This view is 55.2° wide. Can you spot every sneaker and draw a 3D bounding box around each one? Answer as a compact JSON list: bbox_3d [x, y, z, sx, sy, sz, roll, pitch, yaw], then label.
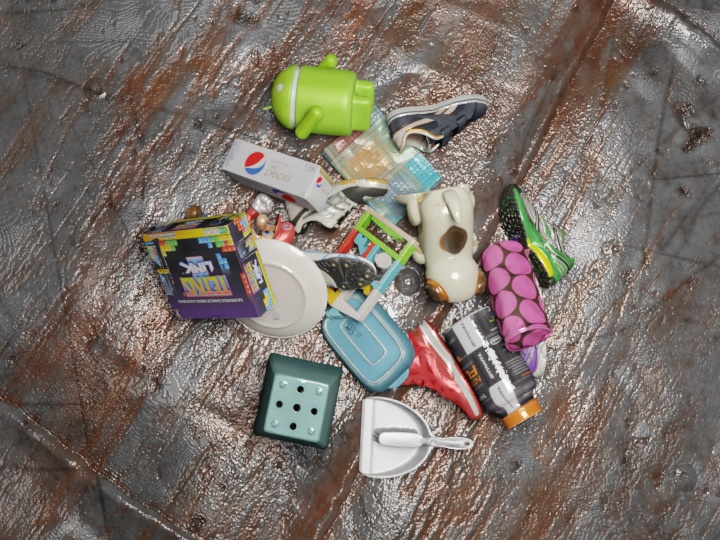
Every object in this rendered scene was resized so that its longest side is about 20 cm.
[{"bbox_3d":[0.328,-0.073,1.292,0.084,0.078,0.203,-29,93,-16],"label":"sneaker"},{"bbox_3d":[0.150,-0.269,1.288,0.196,0.079,0.081,-13,73,-5],"label":"sneaker"},{"bbox_3d":[0.297,0.093,1.265,0.082,0.081,0.205,-3,80,7],"label":"sneaker"},{"bbox_3d":[0.130,0.201,1.251,0.114,0.078,0.202,-33,83,7],"label":"sneaker"},{"bbox_3d":[-0.038,-0.117,1.259,0.196,0.076,0.090,-11,90,14],"label":"sneaker"},{"bbox_3d":[-0.061,-0.007,1.211,0.196,0.073,0.073,1,122,25],"label":"sneaker"}]

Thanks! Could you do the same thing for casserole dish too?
[{"bbox_3d":[0.008,0.123,1.228,0.121,0.039,0.200,-43,72,4],"label":"casserole dish"}]

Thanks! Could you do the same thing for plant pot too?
[{"bbox_3d":[-0.106,0.222,1.154,0.138,0.200,0.144,12,82,-2],"label":"plant pot"}]

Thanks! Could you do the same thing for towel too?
[{"bbox_3d":[0.042,-0.198,1.305,0.146,0.022,0.200,-43,88,-8],"label":"towel"}]

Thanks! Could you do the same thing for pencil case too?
[{"bbox_3d":[0.273,0.041,1.199,0.092,0.091,0.203,4,53,-14],"label":"pencil case"}]

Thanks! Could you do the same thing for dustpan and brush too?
[{"bbox_3d":[0.100,0.302,1.230,0.195,0.057,0.143,4,83,-4],"label":"dustpan and brush"}]

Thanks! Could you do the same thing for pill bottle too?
[{"bbox_3d":[0.239,0.174,1.213,0.105,0.106,0.202,-27,72,-7],"label":"pill bottle"}]

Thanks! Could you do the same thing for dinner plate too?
[{"bbox_3d":[-0.155,0.039,1.200,0.196,0.024,0.204,5,122,8],"label":"dinner plate"}]

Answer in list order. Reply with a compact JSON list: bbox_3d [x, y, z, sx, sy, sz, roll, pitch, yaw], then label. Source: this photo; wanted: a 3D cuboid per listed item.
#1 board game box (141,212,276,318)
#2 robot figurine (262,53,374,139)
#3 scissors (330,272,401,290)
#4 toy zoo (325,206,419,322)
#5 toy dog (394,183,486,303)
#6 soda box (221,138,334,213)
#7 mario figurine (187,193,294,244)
[{"bbox_3d":[-0.256,-0.004,1.159,0.197,0.057,0.168,-3,114,32],"label":"board game box"},{"bbox_3d":[-0.074,-0.310,1.258,0.196,0.117,0.178,7,55,3],"label":"robot figurine"},{"bbox_3d":[-0.024,0.026,1.279,0.196,0.014,0.075,8,80,-4],"label":"scissors"},{"bbox_3d":[0.000,0.000,1.219,0.131,0.020,0.201,38,92,39],"label":"toy zoo"},{"bbox_3d":[0.161,-0.044,1.214,0.137,0.193,0.204,-11,97,-19],"label":"toy dog"},{"bbox_3d":[-0.147,-0.169,1.221,0.197,0.068,0.065,22,81,28],"label":"soda box"},{"bbox_3d":[-0.215,-0.081,1.228,0.195,0.106,0.126,4,90,-1],"label":"mario figurine"}]
